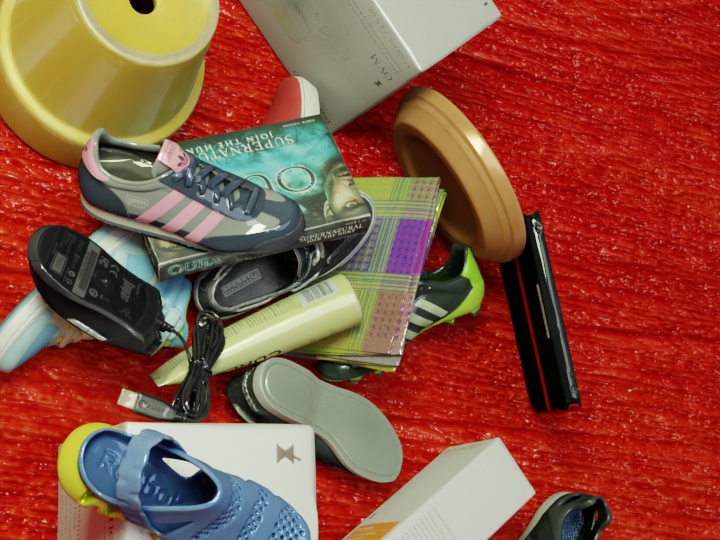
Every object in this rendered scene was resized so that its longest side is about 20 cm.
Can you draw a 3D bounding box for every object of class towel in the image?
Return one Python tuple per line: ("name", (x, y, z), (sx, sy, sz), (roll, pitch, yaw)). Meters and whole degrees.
("towel", (0.000, 0.000, 1.248), (0.023, 0.143, 0.200), (43, 56, -51))

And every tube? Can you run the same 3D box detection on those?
("tube", (-0.097, 0.063, 1.175), (0.200, 0.058, 0.052), (-22, 57, -14))

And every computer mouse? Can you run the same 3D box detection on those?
("computer mouse", (-0.205, 0.057, 1.065), (0.200, 0.046, 0.141), (33, 37, -28))

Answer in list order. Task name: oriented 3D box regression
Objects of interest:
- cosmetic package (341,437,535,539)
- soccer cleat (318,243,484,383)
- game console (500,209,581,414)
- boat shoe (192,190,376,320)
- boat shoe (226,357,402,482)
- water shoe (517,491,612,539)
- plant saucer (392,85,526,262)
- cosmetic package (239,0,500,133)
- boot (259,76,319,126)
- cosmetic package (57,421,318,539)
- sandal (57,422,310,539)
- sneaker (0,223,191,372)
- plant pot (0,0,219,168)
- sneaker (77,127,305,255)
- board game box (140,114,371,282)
("cosmetic package", (0.062, 0.250, 1.230), (0.200, 0.101, 0.071), (-36, 95, -31))
("soccer cleat", (0.036, 0.041, 1.272), (0.200, 0.067, 0.081), (-30, 120, -22))
("game console", (0.185, 0.048, 1.310), (0.031, 0.177, 0.200), (-11, 82, -6))
("boat shoe", (-0.063, -0.018, 1.190), (0.200, 0.068, 0.072), (-28, 96, -21))
("boat shoe", (-0.041, 0.145, 1.224), (0.200, 0.060, 0.076), (41, 50, -29))
("water shoe", (0.185, 0.306, 1.295), (0.071, 0.079, 0.200), (39, 63, -14))
("plant saucer", (0.091, -0.089, 1.281), (0.037, 0.200, 0.200), (-33, 94, -12))
("cosmetic package", (-0.004, -0.272, 1.267), (0.123, 0.200, 0.199), (-38, 96, -28))
("boot", (-0.126, -0.116, 1.241), (0.144, 0.072, 0.200), (21, 72, -21))
("cosmetic package", (-0.150, 0.218, 1.066), (0.165, 0.200, 0.165), (5, 75, -27))
("sandal", (-0.120, 0.170, 0.929), (0.200, 0.087, 0.080), (27, 63, -22))
("sneaker", (-0.229, 0.047, 1.138), (0.131, 0.080, 0.200), (48, 62, -8))
("plant pot", (-0.220, -0.211, 1.143), (0.200, 0.189, 0.201), (7, 75, -26))
("sneaker", (-0.144, -0.068, 1.085), (0.200, 0.082, 0.070), (9, 49, 0))
("board game box", (-0.106, -0.070, 1.163), (0.200, 0.028, 0.135), (-14, 55, -18))
